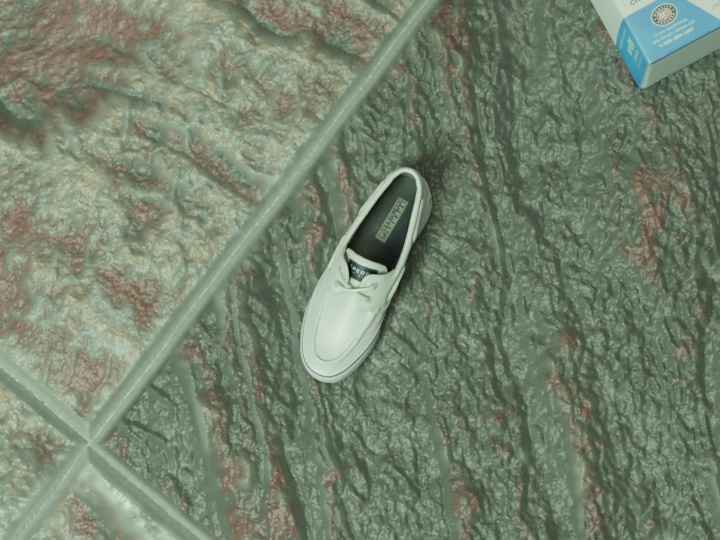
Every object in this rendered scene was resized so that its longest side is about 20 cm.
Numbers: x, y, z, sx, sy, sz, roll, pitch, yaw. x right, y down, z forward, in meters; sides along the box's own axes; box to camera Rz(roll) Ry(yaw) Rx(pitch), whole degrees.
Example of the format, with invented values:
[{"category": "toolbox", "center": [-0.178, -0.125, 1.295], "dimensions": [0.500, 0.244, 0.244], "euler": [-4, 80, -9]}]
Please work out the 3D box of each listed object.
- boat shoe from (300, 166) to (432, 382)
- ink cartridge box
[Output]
[{"category": "boat shoe", "center": [0.000, 0.000, 1.384], "dimensions": [0.073, 0.065, 0.202], "euler": [21, 84, 9]}, {"category": "ink cartridge box", "center": [0.262, -0.286, 1.390], "dimensions": [0.143, 0.085, 0.202], "euler": [-28, 78, 2]}]
